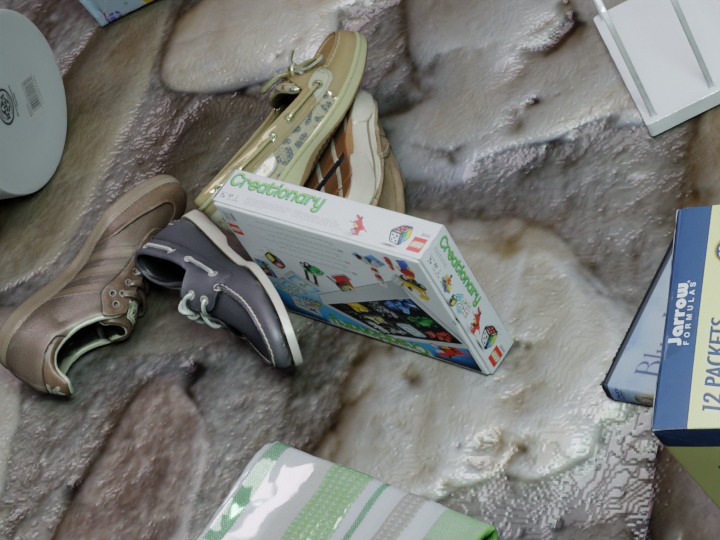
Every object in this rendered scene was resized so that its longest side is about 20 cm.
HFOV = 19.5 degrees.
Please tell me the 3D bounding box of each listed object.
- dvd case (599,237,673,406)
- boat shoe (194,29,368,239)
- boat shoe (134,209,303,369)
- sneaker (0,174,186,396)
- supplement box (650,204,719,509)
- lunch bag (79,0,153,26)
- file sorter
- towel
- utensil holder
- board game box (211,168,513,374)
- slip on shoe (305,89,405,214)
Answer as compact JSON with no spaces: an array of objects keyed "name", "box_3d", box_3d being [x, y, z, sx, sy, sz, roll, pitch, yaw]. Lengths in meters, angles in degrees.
[{"name":"dvd case","box_3d":[0.267,0.035,1.335,0.199,0.018,0.143,8,56,37]},{"name":"boat shoe","box_3d":[-0.055,-0.112,1.587,0.073,0.063,0.200,-37,23,58]},{"name":"boat shoe","box_3d":[-0.104,0.023,1.526,0.063,0.073,0.200,-25,37,-16]},{"name":"sneaker","box_3d":[-0.189,0.016,1.615,0.075,0.071,0.200,35,72,23]},{"name":"supplement box","box_3d":[0.288,0.063,1.143,0.199,0.200,0.135,-5,61,29]},{"name":"lunch bag","box_3d":[-0.193,-0.346,1.903,0.169,0.127,0.201,-23,52,14]},{"name":"file sorter","box_3d":[0.260,-0.221,1.502,0.199,0.125,0.139,-26,43,8]},{"name":"towel","box_3d":[-0.026,0.192,1.360,0.200,0.031,0.149,15,61,40]},{"name":"utensil holder","box_3d":[-0.375,-0.132,1.780,0.199,0.170,0.170,-4,49,27]},{"name":"board game box","box_3d":[0.000,0.000,1.452,0.200,0.126,0.035,17,61,40]},{"name":"slip on shoe","box_3d":[0.002,-0.071,1.573,0.076,0.060,0.200,-53,19,20]}]
